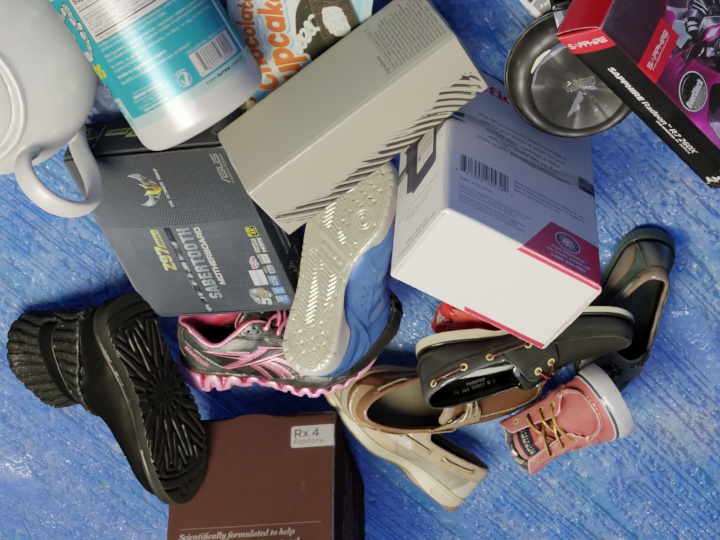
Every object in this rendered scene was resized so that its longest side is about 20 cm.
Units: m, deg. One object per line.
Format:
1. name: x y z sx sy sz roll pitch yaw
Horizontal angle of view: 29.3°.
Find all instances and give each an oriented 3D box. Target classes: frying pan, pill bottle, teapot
1. frying pan: 0.174 -0.181 1.054 0.114 0.031 0.191 6 126 -1
2. pill bottle: -0.168 -0.201 1.048 0.110 0.111 0.200 -25 107 22
3. teapot: -0.304 -0.147 1.077 0.199 0.146 0.198 4 122 6

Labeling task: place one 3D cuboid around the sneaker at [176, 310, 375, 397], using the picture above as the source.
1. sneaker: -0.082 0.063 1.292 0.199 0.079 0.096 -3 134 5

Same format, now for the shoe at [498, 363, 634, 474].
1. shoe: 0.188 0.145 1.280 0.091 0.200 0.072 -30 81 -7

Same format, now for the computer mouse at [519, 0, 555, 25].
1. computer mouse: 0.152 -0.226 1.067 0.109 0.044 0.200 -33 115 22

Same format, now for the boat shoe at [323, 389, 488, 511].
1. boat shoe: 0.044 0.159 1.376 0.200 0.072 0.065 41 100 -16

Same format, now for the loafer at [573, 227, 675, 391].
1. loafer: 0.242 0.054 1.276 0.071 0.063 0.201 8 129 -3

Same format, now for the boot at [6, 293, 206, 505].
1. boot: -0.240 0.126 1.302 0.157 0.079 0.212 -15 96 37

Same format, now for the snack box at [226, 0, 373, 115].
1. snack box: -0.049 -0.201 1.101 0.116 0.037 0.201 6 130 0

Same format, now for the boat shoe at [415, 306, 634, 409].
1. boat shoe: 0.150 0.080 1.236 0.200 0.063 0.074 -12 147 9

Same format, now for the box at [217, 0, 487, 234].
1. box: -0.007 -0.125 1.078 0.200 0.082 0.068 -36 139 7

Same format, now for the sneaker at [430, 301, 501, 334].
1. sneaker: 0.086 0.016 1.247 0.115 0.079 0.200 -37 117 27

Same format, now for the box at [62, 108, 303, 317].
1. box: -0.147 -0.045 1.204 0.157 0.051 0.200 -2 134 21

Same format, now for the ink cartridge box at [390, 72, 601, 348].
1. ink cartridge box: 0.109 -0.057 1.106 0.144 0.200 0.084 26 129 -17

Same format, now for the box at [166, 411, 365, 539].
1. box: -0.088 0.258 1.366 0.165 0.165 0.200 -5 149 8

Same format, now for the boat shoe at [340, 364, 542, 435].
1. boat shoe: 0.083 0.123 1.309 0.199 0.072 0.076 -8 103 -12

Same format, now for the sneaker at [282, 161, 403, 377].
1. sneaker: -0.001 0.000 1.230 0.076 0.201 0.111 15 179 25

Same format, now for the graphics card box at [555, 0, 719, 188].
1. graphics card box: 0.249 -0.168 1.048 0.200 0.126 0.051 39 158 -28
